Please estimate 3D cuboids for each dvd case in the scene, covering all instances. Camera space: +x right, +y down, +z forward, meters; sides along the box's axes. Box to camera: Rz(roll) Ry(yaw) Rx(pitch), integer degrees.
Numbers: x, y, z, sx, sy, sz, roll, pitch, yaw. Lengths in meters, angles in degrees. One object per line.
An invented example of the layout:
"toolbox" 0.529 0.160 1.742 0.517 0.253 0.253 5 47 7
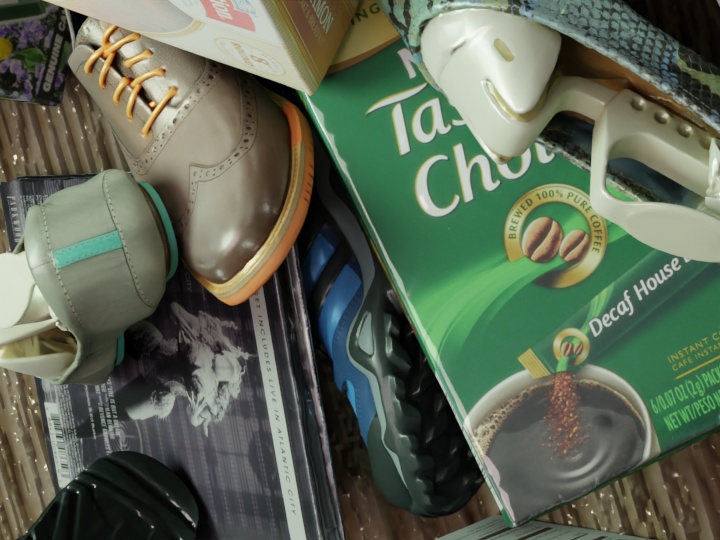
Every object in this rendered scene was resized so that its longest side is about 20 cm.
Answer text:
"dvd case" -0.078 0.034 1.198 0.200 0.016 0.149 1 102 55

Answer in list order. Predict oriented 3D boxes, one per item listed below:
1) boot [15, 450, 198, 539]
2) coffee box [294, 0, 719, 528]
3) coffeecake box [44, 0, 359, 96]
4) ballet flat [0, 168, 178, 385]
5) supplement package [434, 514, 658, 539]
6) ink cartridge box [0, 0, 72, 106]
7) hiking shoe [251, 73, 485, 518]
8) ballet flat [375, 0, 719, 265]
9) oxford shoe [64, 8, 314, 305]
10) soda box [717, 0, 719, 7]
"boot" -0.154 0.174 1.190 0.076 0.200 0.168 40 141 3
"coffee box" 0.063 -0.021 1.077 0.123 0.044 0.201 -25 83 1
"coffeecake box" -0.105 -0.149 1.026 0.199 0.154 0.073 20 75 19
"ballet flat" -0.118 0.008 1.128 0.068 0.063 0.200 67 162 6
"supplement package" 0.055 0.209 1.093 0.111 0.156 0.201 5 102 33
"ink cartridge box" -0.189 -0.136 1.154 0.050 0.200 0.109 11 89 40
"hiking shoe" 0.000 0.000 1.152 0.087 0.074 0.201 -22 78 46
"ballet flat" 0.080 -0.054 1.016 0.199 0.074 0.074 27 115 6
"oxford shoe" -0.073 -0.059 1.102 0.071 0.073 0.200 -50 35 16
"soda box" 0.182 -0.100 0.915 0.068 0.200 0.064 -29 82 37
